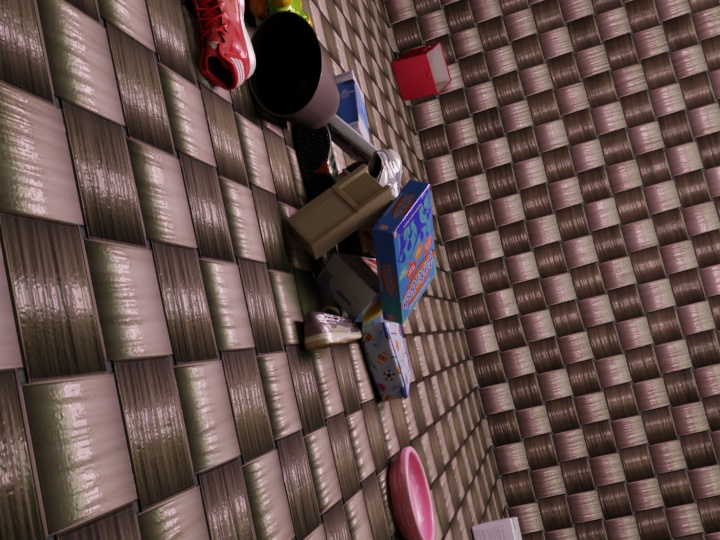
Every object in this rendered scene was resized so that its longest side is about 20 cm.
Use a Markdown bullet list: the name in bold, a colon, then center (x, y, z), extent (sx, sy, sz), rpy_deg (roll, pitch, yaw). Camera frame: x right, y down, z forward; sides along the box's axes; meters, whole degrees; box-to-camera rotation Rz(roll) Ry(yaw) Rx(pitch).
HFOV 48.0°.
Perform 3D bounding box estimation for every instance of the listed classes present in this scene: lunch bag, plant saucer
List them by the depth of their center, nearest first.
- **plant saucer**: center (0.103, 0.467, 1.655), extent (0.200, 0.050, 0.205), rpy_deg (-16, 91, -78)
- **lunch bag**: center (0.058, 0.167, 1.740), extent (0.160, 0.074, 0.204), rpy_deg (-58, 135, -72)

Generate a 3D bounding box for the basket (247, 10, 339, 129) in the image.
- **basket**: center (-0.111, -0.339, 1.457), extent (0.200, 0.133, 0.185), rpy_deg (29, 54, -78)

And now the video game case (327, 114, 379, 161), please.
- **video game case**: center (-0.020, -0.263, 1.665), extent (0.199, 0.024, 0.182), rpy_deg (40, -3, -1)

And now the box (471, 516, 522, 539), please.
- **box**: center (0.434, 0.871, 2.478), extent (0.200, 0.128, 0.203), rpy_deg (41, 36, -68)

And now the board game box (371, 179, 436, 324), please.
- **board game box**: center (0.081, -0.032, 1.428), extent (0.153, 0.044, 0.203), rpy_deg (-53, 146, -40)

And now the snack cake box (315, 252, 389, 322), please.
- **snack cake box**: center (0.015, 0.034, 1.521), extent (0.115, 0.068, 0.199), rpy_deg (44, 15, 22)

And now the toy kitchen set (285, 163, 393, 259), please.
- **toy kitchen set**: center (-0.045, -0.079, 1.460), extent (0.163, 0.179, 0.202), rpy_deg (43, -19, 34)

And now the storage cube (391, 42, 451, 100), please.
- **storage cube**: center (0.263, -0.851, 3.476), extent (0.171, 0.177, 0.203), rpy_deg (-48, 126, -49)

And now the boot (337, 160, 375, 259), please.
- **boot**: center (0.000, -0.100, 1.614), extent (0.212, 0.078, 0.161), rpy_deg (116, -30, -56)

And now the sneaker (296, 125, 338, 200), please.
- **sneaker**: center (-0.081, -0.201, 1.601), extent (0.093, 0.069, 0.204), rpy_deg (99, -22, -84)

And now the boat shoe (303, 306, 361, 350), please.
- **boat shoe**: center (-0.048, 0.094, 1.373), extent (0.199, 0.070, 0.066), rpy_deg (-2, 82, -72)

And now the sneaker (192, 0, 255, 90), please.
- **sneaker**: center (-0.207, -0.360, 1.172), extent (0.116, 0.077, 0.203), rpy_deg (-85, 156, -60)

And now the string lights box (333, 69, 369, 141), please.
- **string lights box**: center (-0.021, -0.401, 2.079), extent (0.103, 0.058, 0.204), rpy_deg (58, 22, -55)

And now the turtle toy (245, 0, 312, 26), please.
- **turtle toy**: center (-0.164, -0.522, 1.487), extent (0.146, 0.099, 0.205), rpy_deg (38, 39, -71)

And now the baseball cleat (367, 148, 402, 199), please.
- **baseball cleat**: center (0.043, -0.126, 1.539), extent (0.106, 0.069, 0.205), rpy_deg (-16, 100, -53)
